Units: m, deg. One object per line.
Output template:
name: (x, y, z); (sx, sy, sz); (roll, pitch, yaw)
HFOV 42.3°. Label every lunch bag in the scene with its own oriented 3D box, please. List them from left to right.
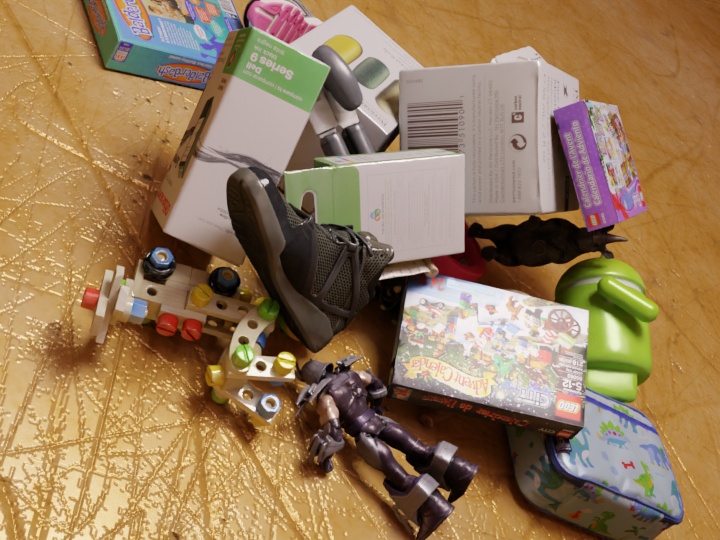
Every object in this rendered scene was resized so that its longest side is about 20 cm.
lunch bag: (0.255, 0.204, 1.031); (0.199, 0.083, 0.161); (27, 35, -21)

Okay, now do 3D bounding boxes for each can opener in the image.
can opener: (-0.011, -0.135, 0.972); (0.053, 0.067, 0.201); (-26, 93, -20)

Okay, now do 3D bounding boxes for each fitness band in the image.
fitness band: (0.083, -0.064, 1.165); (0.143, 0.037, 0.201); (11, 44, -54)

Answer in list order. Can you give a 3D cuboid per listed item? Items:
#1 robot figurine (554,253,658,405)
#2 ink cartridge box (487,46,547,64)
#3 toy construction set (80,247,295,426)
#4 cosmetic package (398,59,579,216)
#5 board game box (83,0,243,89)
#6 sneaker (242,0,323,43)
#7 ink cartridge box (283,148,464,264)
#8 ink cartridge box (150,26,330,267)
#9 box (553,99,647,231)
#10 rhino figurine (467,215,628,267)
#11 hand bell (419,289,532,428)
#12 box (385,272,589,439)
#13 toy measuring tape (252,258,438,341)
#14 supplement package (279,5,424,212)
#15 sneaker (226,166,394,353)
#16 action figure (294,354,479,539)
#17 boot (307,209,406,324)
robot figurine: (0.298, 0.073, 1.152); (0.115, 0.176, 0.201); (4, 62, 2)
ink cartridge box: (0.174, -0.200, 1.279); (0.083, 0.200, 0.146); (47, 36, 9)
toy construction set: (-0.151, 0.049, 0.815); (0.199, 0.092, 0.132); (27, 45, -28)
cosmetic package: (0.156, -0.147, 1.085); (0.200, 0.164, 0.166); (-12, 102, -64)
board game box: (-0.229, -0.293, 1.136); (0.199, 0.045, 0.153); (6, 48, -40)
sneaker: (-0.115, -0.340, 1.256); (0.087, 0.074, 0.200); (40, 18, 13)
ink cartridge box: (0.007, -0.061, 0.930); (0.199, 0.104, 0.059); (-9, 17, -26)
ink cartridge box: (-0.119, -0.120, 0.887); (0.084, 0.201, 0.146); (23, 4, -20)
box: (0.280, -0.123, 1.075); (0.200, 0.039, 0.138); (-15, 89, -64)
rhino figurine: (0.236, -0.036, 1.144); (0.087, 0.199, 0.060); (11, 80, -47)
hand bell: (0.127, 0.113, 1.025); (0.104, 0.104, 0.200); (47, 49, 8)
box: (0.134, 0.085, 0.963); (0.199, 0.038, 0.137); (13, 58, -4)
toy measuring tape: (-0.017, 0.030, 0.944); (0.199, 0.074, 0.074); (-11, 57, -24)
supplement package: (-0.029, -0.195, 1.125); (0.152, 0.151, 0.200); (41, 35, -2)
sneaker: (-0.042, -0.028, 0.828); (0.076, 0.114, 0.200); (33, -24, 50)
action figure: (0.010, 0.154, 0.869); (0.200, 0.069, 0.130); (42, 42, 8)
boot: (0.001, -0.001, 1.019); (0.154, 0.073, 0.203); (49, 37, 6)
